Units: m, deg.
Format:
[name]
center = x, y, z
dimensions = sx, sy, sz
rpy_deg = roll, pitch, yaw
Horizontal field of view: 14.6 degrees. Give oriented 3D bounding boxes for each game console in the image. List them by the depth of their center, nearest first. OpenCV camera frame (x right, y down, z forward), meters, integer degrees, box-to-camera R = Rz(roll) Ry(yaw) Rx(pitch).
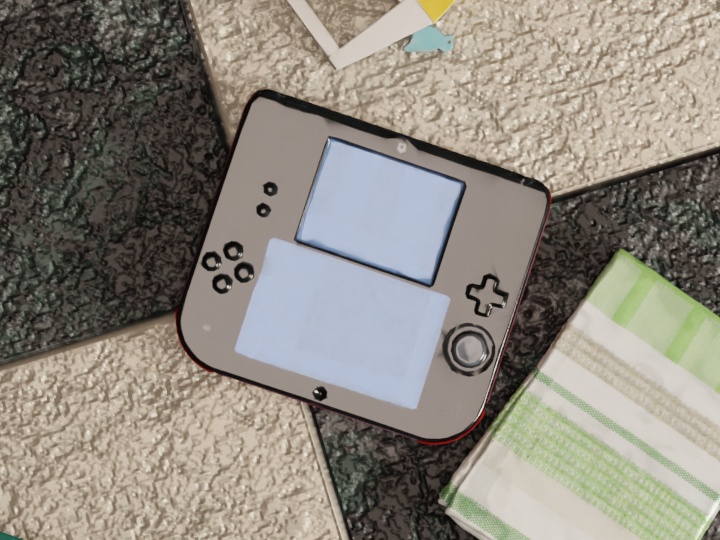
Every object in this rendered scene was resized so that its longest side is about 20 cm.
[game console]
center = 0.000, 0.000, 1.726
dimensions = 0.200, 0.031, 0.177
rpy_deg = 19, 90, -3

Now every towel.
[towel]
center = 0.161, 0.107, 1.739
dimensions = 0.149, 0.031, 0.200
rpy_deg = 36, 87, -5

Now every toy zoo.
[toy zoo]
center = -0.003, -0.217, 1.728
dimensions = 0.131, 0.020, 0.200
rpy_deg = -37, 92, -2

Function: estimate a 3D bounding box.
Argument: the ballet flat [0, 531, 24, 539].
[ballet flat]
center = -0.161, 0.213, 1.710
dimensions = 0.200, 0.067, 0.071
rpy_deg = 16, 114, -3
